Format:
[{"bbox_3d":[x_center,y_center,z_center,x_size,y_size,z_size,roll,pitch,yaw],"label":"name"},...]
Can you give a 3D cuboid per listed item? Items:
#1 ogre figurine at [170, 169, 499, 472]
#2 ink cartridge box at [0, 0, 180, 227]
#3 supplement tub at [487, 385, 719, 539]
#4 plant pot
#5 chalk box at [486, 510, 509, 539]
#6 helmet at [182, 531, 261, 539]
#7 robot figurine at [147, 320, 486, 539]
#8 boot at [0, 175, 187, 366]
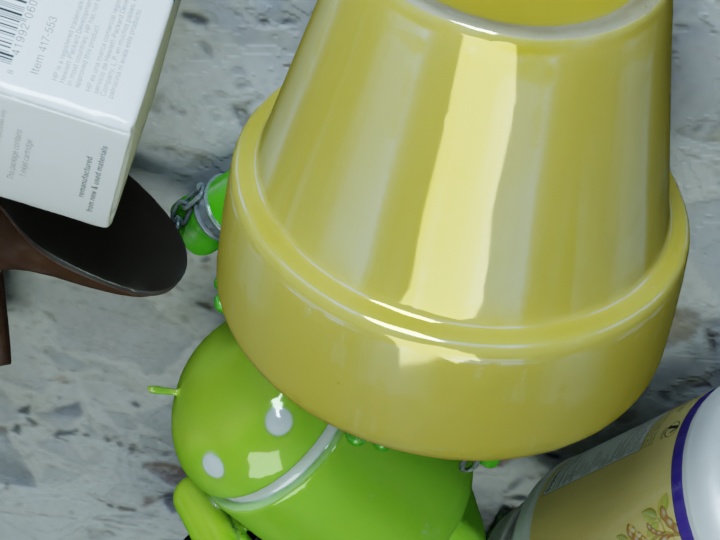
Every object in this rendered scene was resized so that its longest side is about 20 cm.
[{"bbox_3d":[0.000,0.000,1.163,0.098,0.200,0.120,-19,150,-34],"label":"ogre figurine"},{"bbox_3d":[-0.175,-0.123,1.000,0.198,0.147,0.086,16,148,-3],"label":"ink cartridge box"},{"bbox_3d":[0.170,0.151,1.276,0.145,0.146,0.200,30,142,-23],"label":"supplement tub"},{"bbox_3d":[0.046,-0.057,0.993,0.199,0.202,0.190,12,132,2],"label":"plant pot"},{"bbox_3d":[0.105,0.256,1.470,0.123,0.126,0.200,17,145,-5],"label":"chalk box"},{"bbox_3d":[-0.041,0.224,1.417,0.199,0.190,0.202,23,127,34],"label":"helmet"},{"bbox_3d":[-0.019,0.096,1.288,0.175,0.116,0.200,-36,125,18],"label":"robot figurine"},{"bbox_3d":[-0.183,0.009,1.260,0.185,0.064,0.201,29,144,8],"label":"boot"}]
